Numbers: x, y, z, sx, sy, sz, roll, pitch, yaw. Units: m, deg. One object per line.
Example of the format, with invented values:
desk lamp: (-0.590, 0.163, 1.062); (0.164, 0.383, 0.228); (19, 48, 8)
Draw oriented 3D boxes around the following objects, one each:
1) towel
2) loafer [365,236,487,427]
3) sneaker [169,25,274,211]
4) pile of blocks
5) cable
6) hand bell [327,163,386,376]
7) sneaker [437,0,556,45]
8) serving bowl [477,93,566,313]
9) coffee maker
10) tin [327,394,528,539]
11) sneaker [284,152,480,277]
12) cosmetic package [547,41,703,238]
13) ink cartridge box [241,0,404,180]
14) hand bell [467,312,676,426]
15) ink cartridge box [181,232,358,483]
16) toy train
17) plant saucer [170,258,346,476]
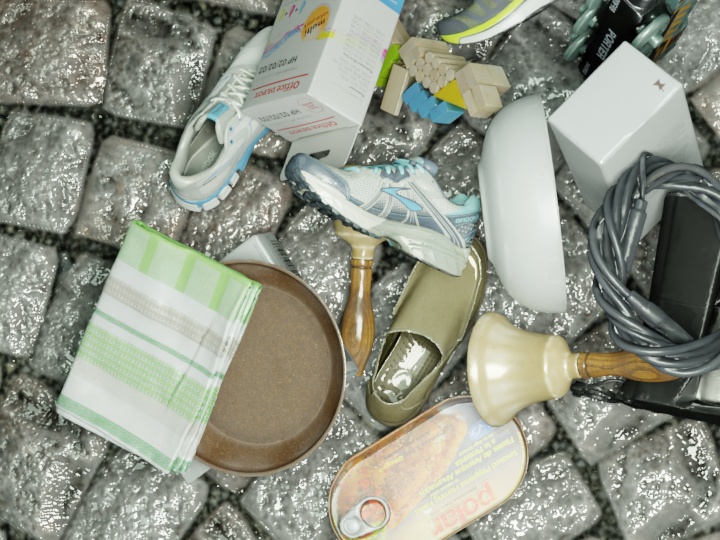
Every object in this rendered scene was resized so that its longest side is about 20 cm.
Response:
towel: (-0.191, 0.072, 1.623); (0.149, 0.031, 0.200); (25, 100, 17)
loafer: (0.064, 0.054, 1.647); (0.076, 0.067, 0.200); (21, 86, 4)
sneaker: (-0.120, -0.151, 1.684); (0.075, 0.087, 0.200); (28, 84, 10)
pile of blocks: (0.069, -0.180, 1.665); (0.200, 0.062, 0.082); (35, 114, 42)
cable: (0.268, -0.006, 1.497); (0.163, 0.051, 0.200); (-16, 76, -16)
hand bell: (0.000, 0.000, 1.663); (0.104, 0.104, 0.200); (4, 94, 5)
sneaker: (0.150, -0.279, 1.653); (0.200, 0.074, 0.081); (-28, 93, 31)
serving bowl: (0.143, -0.057, 1.590); (0.066, 0.200, 0.201); (-6, 82, 3)
coffee maker: (0.305, 0.033, 1.598); (0.192, 0.135, 0.200); (11, 83, 7)
tin: (0.064, 0.197, 1.643); (0.200, 0.042, 0.112); (-31, 78, -1)
sneaker: (0.022, -0.070, 1.584); (0.200, 0.078, 0.086); (26, 88, -29)
cosmetic package: (0.243, -0.111, 1.585); (0.101, 0.200, 0.071); (-44, 64, -3)
ink cartridge box: (-0.039, -0.192, 1.643); (0.068, 0.115, 0.200); (29, 69, -31)
hand bell: (0.206, 0.082, 1.551); (0.200, 0.104, 0.104); (-5, 81, 31)
ink cartridge box: (-0.123, 0.085, 1.677); (0.200, 0.050, 0.162); (-36, 80, 20)
toy train: (0.257, -0.234, 1.614); (0.114, 0.200, 0.085); (-40, 78, -16)
plant saucer: (-0.101, 0.089, 1.625); (0.200, 0.037, 0.201); (1, 93, 19)
